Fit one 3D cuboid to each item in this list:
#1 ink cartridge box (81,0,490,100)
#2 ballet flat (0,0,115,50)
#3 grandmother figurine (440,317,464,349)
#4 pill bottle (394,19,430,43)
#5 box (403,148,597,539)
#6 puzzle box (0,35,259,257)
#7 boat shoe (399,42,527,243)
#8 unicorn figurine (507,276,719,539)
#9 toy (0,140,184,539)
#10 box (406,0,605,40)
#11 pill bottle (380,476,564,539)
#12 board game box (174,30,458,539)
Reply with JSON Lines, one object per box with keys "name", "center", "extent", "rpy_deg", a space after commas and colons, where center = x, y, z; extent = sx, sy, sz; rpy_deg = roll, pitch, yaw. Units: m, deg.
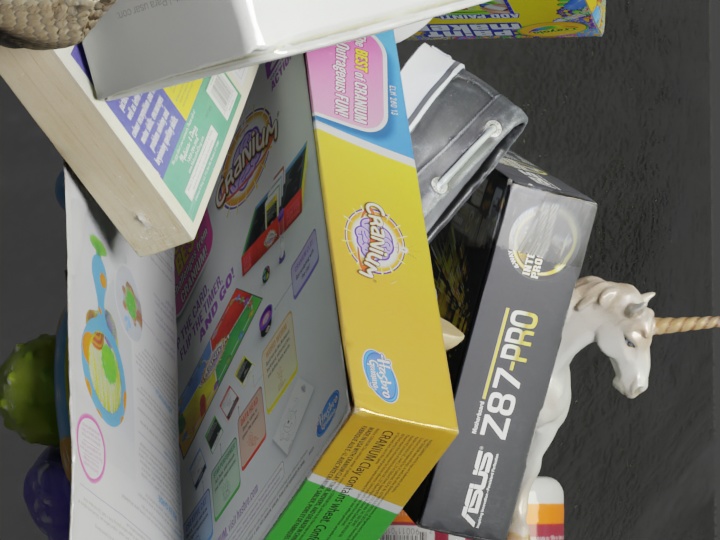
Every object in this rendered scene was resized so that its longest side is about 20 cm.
{"name": "ink cartridge box", "center": [-0.040, -0.170, 0.922], "extent": [0.145, 0.087, 0.200], "rpy_deg": [-20, 94, -47]}
{"name": "ballet flat", "center": [-0.126, -0.103, 0.794], "extent": [0.200, 0.046, 0.067], "rpy_deg": [20, 69, -63]}
{"name": "grandmother figurine", "center": [-0.029, 0.097, 1.082], "extent": [0.200, 0.060, 0.121], "rpy_deg": [-65, -165, 11]}
{"name": "pill bottle", "center": [-0.019, -0.183, 1.146], "extent": [0.200, 0.112, 0.112], "rpy_deg": [70, 24, -55]}
{"name": "box", "center": [0.043, 0.022, 1.272], "extent": [0.200, 0.049, 0.161], "rpy_deg": [-135, -119, -72]}
{"name": "puzzle box", "center": [-0.081, -0.117, 0.979], "extent": [0.133, 0.025, 0.200], "rpy_deg": [55, 31, -29]}
{"name": "boat shoe", "center": [0.000, 0.000, 1.154], "extent": [0.200, 0.068, 0.072], "rpy_deg": [-55, 173, -15]}
{"name": "unicorn figurine", "center": [0.078, 0.061, 1.310], "extent": [0.074, 0.200, 0.138], "rpy_deg": [12, 95, -34]}
{"name": "toy", "center": [-0.098, 0.040, 0.959], "extent": [0.115, 0.047, 0.200], "rpy_deg": [52, 35, -62]}
{"name": "box", "center": [0.062, -0.246, 1.449], "extent": [0.193, 0.122, 0.200], "rpy_deg": [46, 45, -70]}
{"name": "pill bottle", "center": [0.052, 0.208, 1.433], "extent": [0.110, 0.109, 0.200], "rpy_deg": [16, 75, -75]}
{"name": "board game box", "center": [-0.026, 0.021, 1.001], "extent": [0.153, 0.040, 0.200], "rpy_deg": [124, -31, -42]}
